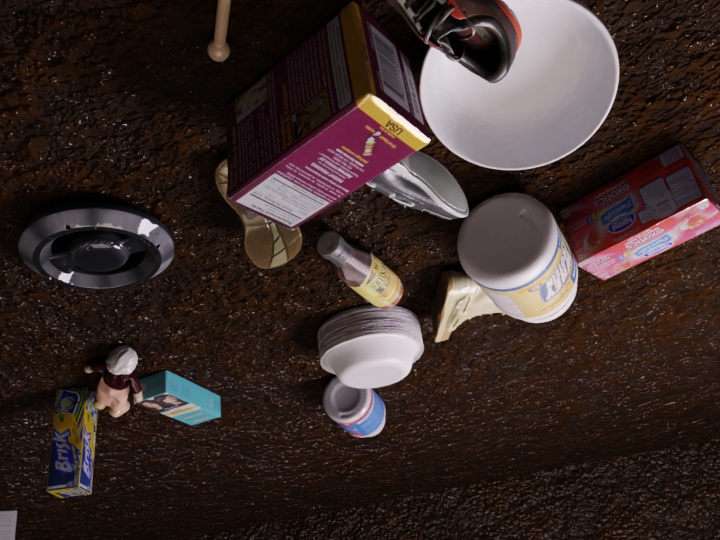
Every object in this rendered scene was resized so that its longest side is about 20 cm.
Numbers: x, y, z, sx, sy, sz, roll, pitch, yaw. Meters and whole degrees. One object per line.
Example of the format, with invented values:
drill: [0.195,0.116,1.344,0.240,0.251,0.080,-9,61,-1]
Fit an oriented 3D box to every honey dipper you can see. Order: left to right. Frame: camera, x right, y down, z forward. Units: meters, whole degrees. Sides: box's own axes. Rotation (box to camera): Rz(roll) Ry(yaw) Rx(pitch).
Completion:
honey dipper: [-0.116,-0.260,0.597,0.038,0.038,0.200,1,150,-17]

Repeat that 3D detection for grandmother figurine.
grandmother figurine: [-0.461,0.204,1.276,0.120,0.061,0.200,23,137,-14]

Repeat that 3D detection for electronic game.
electronic game: [-0.356,-0.029,0.922,0.198,0.042,0.201,-9,150,-5]

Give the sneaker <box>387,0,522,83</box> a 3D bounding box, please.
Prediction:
sneaker: [0.067,-0.240,0.593,0.199,0.082,0.077,31,132,-17]

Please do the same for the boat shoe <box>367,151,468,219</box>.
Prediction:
boat shoe: [0.060,-0.116,0.865,0.060,0.076,0.199,-32,131,34]

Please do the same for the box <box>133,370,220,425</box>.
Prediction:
box: [-0.381,0.271,1.426,0.082,0.050,0.200,-18,149,16]

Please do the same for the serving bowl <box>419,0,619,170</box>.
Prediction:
serving bowl: [0.163,-0.206,0.711,0.198,0.066,0.201,6,134,6]

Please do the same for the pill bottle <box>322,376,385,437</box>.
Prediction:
pill bottle: [-0.005,0.316,1.545,0.111,0.113,0.200,-15,149,11]

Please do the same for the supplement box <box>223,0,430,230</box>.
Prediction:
supplement box: [-0.042,-0.153,0.708,0.199,0.132,0.103,-28,146,31]

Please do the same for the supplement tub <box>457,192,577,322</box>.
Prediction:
supplement tub: [0.243,-0.011,1.016,0.144,0.146,0.200,-22,148,21]

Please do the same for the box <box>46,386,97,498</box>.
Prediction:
box: [-0.565,0.337,1.334,0.064,0.202,0.070,-7,151,-3]

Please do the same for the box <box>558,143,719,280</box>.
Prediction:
box: [0.409,-0.080,0.991,0.199,0.100,0.095,-32,143,34]

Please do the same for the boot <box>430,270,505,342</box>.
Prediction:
boot: [0.208,0.065,1.212,0.154,0.073,0.201,-3,144,-6]

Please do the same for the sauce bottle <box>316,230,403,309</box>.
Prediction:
sauce bottle: [0.000,0.000,1.048,0.066,0.067,0.200,-22,150,21]

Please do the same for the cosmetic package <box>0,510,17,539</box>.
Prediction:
cosmetic package: [-1.154,0.854,2.063,0.164,0.202,0.165,11,145,-30]

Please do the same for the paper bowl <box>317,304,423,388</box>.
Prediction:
paper bowl: [0.021,0.154,1.283,0.199,0.105,0.201,-7,152,-4]

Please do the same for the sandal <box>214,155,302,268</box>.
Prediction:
sandal: [-0.132,-0.082,0.892,0.080,0.054,0.201,-18,135,4]
